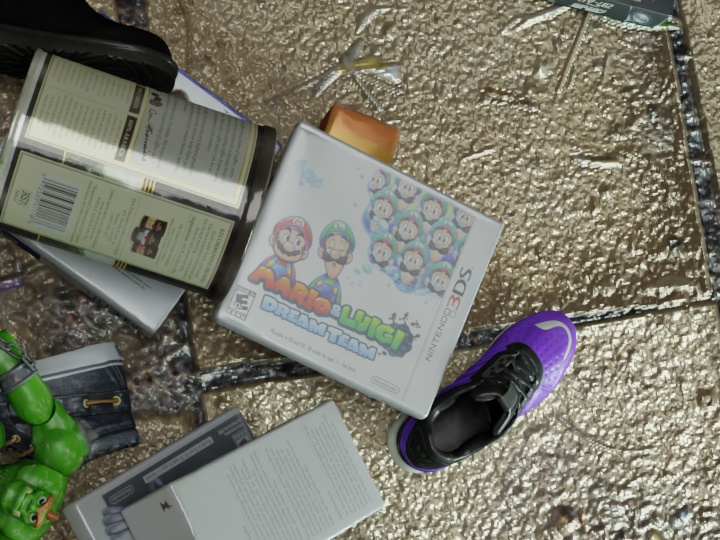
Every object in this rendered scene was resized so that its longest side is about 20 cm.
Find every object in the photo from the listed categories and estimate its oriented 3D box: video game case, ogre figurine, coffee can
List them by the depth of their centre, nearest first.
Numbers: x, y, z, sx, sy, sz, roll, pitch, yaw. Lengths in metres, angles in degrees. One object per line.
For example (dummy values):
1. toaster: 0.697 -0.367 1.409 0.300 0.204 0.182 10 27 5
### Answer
1. ogre figurine: -0.283 0.159 1.392 0.119 0.098 0.201 28 63 -11
2. coffee can: -0.182 -0.075 1.434 0.199 0.146 0.147 19 78 -10
3. video game case: -0.123 0.228 1.461 0.200 0.023 0.183 -28 90 -48
4. video game case: 0.000 0.000 1.510 0.199 0.024 0.183 26 77 -12

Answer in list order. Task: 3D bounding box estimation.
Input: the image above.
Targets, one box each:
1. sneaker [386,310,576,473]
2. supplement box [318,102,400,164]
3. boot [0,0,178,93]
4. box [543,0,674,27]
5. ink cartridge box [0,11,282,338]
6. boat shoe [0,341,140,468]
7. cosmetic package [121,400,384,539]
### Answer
1. sneaker: 0.119 0.106 1.550 0.200 0.099 0.070 -39 94 -16
2. supplement box: -0.031 -0.036 1.552 0.066 0.069 0.201 22 75 -10
3. boot: -0.235 -0.235 1.492 0.209 0.080 0.159 13 71 7
4. box: 0.198 -0.325 1.664 0.198 0.044 0.162 11 79 -12
5. ink cartridge box: -0.199 -0.080 1.528 0.196 0.043 0.201 36 73 -5
6. boat shoe: -0.277 0.126 1.461 0.199 0.071 0.092 -15 82 -18
7. cosmetic package: -0.083 0.190 1.451 0.199 0.071 0.102 -23 86 -48
